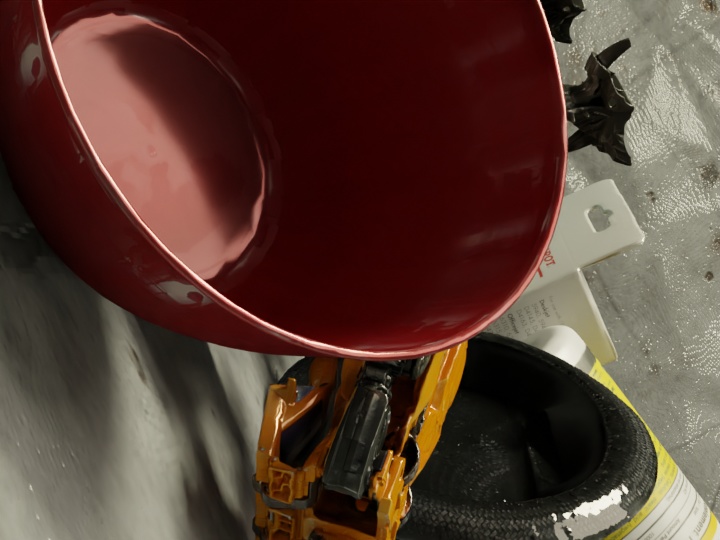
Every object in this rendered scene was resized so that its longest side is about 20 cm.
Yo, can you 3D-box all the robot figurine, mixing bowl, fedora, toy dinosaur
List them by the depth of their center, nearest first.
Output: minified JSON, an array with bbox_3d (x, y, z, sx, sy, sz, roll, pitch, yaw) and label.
[{"bbox_3d":[-0.042,-0.055,0.554,0.199,0.108,0.202,17,63,-35],"label":"mixing bowl"},{"bbox_3d":[0.008,0.038,0.666,0.146,0.058,0.201,95,15,-48],"label":"robot figurine"},{"bbox_3d":[0.051,-0.082,0.803,0.200,0.135,0.103,150,-75,-80],"label":"toy dinosaur"},{"bbox_3d":[0.043,0.105,0.809,0.201,0.199,0.092,-100,-164,-65],"label":"fedora"}]

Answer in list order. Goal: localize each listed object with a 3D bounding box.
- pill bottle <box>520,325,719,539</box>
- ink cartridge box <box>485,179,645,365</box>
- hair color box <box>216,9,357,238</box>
[{"bbox_3d":[0.129,0.140,0.961,0.200,0.112,0.112,53,7,-4],"label":"pill bottle"},{"bbox_3d":[0.083,0.028,1.059,0.116,0.199,0.067,-98,163,-67],"label":"ink cartridge box"},{"bbox_3d":[-0.024,-0.072,0.685,0.109,0.064,0.201,30,72,-80],"label":"hair color box"}]
